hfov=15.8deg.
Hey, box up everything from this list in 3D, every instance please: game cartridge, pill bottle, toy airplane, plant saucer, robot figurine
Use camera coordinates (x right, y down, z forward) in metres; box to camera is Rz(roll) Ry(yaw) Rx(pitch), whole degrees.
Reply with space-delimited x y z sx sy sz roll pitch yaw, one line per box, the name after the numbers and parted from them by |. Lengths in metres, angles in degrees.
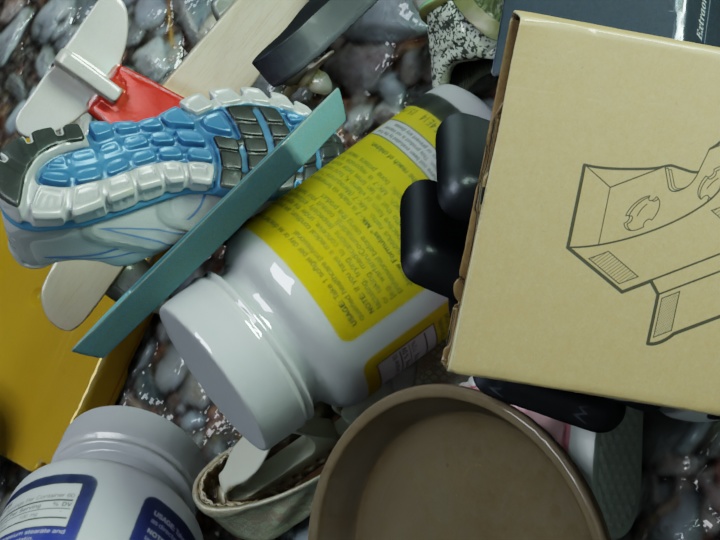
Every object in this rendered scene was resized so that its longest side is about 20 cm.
-0.198 0.022 1.674 0.176 0.032 0.200 23 89 47 | game cartridge
-0.153 0.176 1.453 0.120 0.120 0.200 -24 30 33 | pill bottle
-0.105 -0.072 1.551 0.200 0.141 0.199 -12 78 7 | toy airplane
-0.079 -0.021 1.365 0.200 0.019 0.070 -43 5 36 | plant saucer
0.119 -0.002 1.228 0.150 0.200 0.125 144 144 -67 | robot figurine
0.055 0.155 1.314 0.200 0.029 0.200 7 100 41 | plant saucer
0.000 0.000 1.383 0.200 0.114 0.114 -36 42 -12 | pill bottle

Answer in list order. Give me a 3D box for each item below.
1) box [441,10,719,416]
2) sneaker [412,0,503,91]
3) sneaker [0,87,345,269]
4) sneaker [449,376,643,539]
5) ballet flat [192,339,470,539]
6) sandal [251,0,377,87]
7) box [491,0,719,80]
0.148 -0.020 1.157 0.021 0.200 0.164 -129 49 -76 | box
0.109 -0.137 1.444 0.200 0.077 0.089 -11 72 47 | sneaker
-0.107 -0.044 1.442 0.087 0.200 0.075 101 157 -52 | sneaker
0.097 0.041 1.350 0.105 0.075 0.201 -3 71 37 | sneaker
-0.012 0.088 1.438 0.200 0.062 0.068 -39 48 22 | ballet flat
0.004 -0.182 1.506 0.200 0.043 0.076 -47 11 -36 | sandal
0.170 -0.127 1.275 0.107 0.200 0.149 -5 66 38 | box
